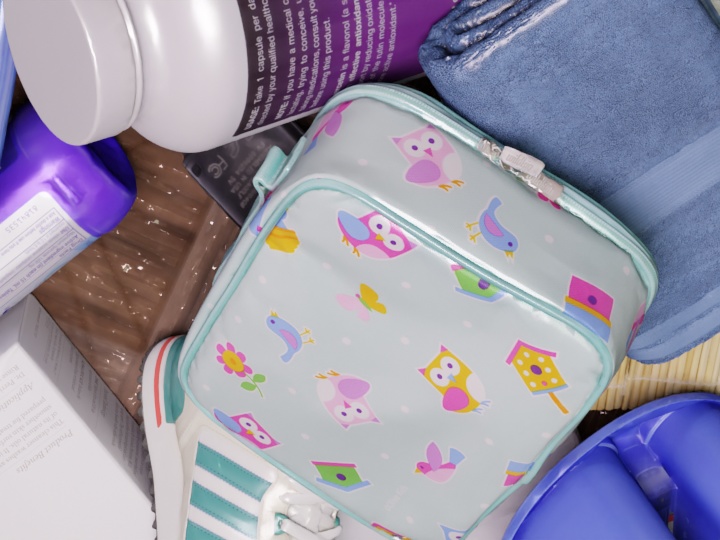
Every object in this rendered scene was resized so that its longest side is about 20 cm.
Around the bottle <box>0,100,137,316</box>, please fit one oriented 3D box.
[{"bbox_3d":[-0.191,0.004,1.154,0.200,0.084,0.065,-39,106,7],"label":"bottle"}]

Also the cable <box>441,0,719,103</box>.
[{"bbox_3d":[0.134,-0.061,1.142,0.200,0.069,0.200,-5,121,-3],"label":"cable"}]

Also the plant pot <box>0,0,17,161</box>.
[{"bbox_3d":[-0.260,-0.112,1.043,0.200,0.180,0.200,1,110,-31],"label":"plant pot"}]

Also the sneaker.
[{"bbox_3d":[-0.038,0.106,1.144,0.093,0.200,0.070,-28,152,33],"label":"sneaker"}]

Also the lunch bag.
[{"bbox_3d":[0.017,0.017,1.042,0.160,0.077,0.200,34,141,-1],"label":"lunch bag"}]

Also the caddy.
[{"bbox_3d":[0.129,0.144,1.182,0.141,0.105,0.200,-21,139,-23],"label":"caddy"}]

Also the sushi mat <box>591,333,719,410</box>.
[{"bbox_3d":[0.127,-0.019,1.120,0.096,0.012,0.200,2,123,-8],"label":"sushi mat"}]

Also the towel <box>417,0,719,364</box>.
[{"bbox_3d":[0.111,-0.051,1.049,0.112,0.049,0.200,-32,129,7],"label":"towel"}]

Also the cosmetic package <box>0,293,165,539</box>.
[{"bbox_3d":[-0.137,0.125,1.198,0.113,0.081,0.200,-34,107,7],"label":"cosmetic package"}]

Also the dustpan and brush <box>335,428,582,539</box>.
[{"bbox_3d":[0.025,0.040,1.201,0.139,0.057,0.200,-17,114,-10],"label":"dustpan and brush"}]

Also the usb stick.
[{"bbox_3d":[0.000,0.000,1.156,0.200,0.033,0.055,46,109,9],"label":"usb stick"}]

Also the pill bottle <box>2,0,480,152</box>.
[{"bbox_3d":[-0.035,-0.115,1.025,0.200,0.112,0.113,-20,110,-28],"label":"pill bottle"}]
